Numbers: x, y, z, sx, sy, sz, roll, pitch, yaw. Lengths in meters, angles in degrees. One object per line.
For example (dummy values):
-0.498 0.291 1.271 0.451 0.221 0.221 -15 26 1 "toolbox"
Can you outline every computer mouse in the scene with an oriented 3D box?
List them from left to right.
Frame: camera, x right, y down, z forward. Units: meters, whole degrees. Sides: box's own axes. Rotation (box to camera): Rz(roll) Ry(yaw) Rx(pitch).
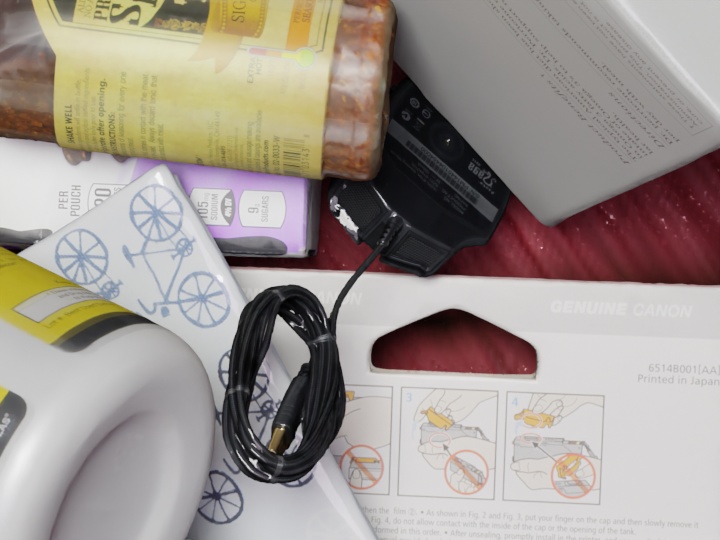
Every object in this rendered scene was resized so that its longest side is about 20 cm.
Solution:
0.000 0.000 0.836 0.059 0.200 0.034 42 137 -9 "computer mouse"

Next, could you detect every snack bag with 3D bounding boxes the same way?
-0.101 0.090 0.851 0.199 0.021 0.190 -28 95 15 "snack bag"

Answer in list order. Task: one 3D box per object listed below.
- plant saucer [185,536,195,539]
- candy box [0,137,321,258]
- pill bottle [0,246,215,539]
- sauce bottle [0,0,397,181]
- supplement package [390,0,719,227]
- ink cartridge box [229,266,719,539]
-0.089 0.173 0.835 0.198 0.036 0.202 2 102 10 "plant saucer"
-0.111 -0.092 0.876 0.198 0.072 0.169 2 91 3 "candy box"
-0.152 0.035 0.773 0.199 0.112 0.113 25 92 25 "pill bottle"
-0.088 -0.070 0.807 0.198 0.066 0.067 7 91 1 "sauce bottle"
0.085 -0.104 0.784 0.117 0.200 0.117 -45 95 -13 "supplement package"
0.031 0.089 0.881 0.198 0.045 0.178 3 92 4 "ink cartridge box"
